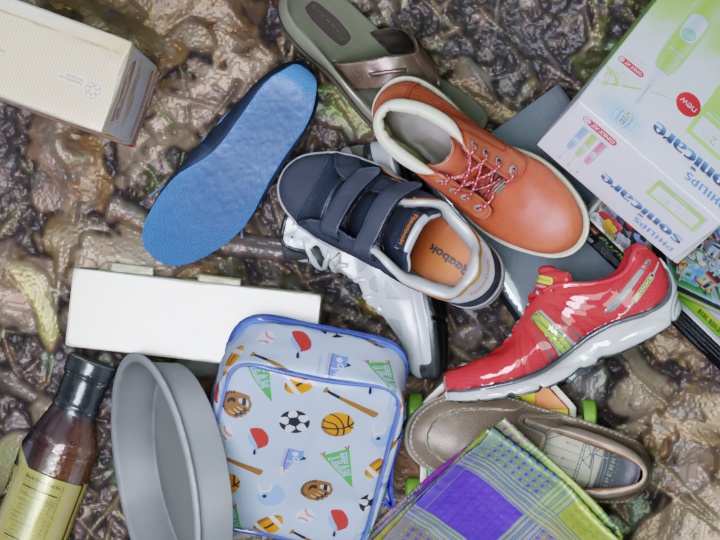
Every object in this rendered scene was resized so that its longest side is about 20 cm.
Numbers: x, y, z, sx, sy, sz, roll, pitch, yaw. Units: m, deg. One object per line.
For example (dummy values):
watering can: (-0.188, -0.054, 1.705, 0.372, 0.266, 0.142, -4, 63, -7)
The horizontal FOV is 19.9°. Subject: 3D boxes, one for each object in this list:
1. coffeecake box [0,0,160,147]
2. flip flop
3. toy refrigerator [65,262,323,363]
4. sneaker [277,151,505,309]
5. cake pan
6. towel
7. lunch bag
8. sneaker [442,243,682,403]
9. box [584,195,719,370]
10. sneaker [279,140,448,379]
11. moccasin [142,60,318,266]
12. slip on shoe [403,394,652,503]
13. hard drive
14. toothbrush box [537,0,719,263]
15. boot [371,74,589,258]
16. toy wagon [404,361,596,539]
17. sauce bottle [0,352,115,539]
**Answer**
coffeecake box: (-0.246, -0.159, 1.589, 0.152, 0.200, 0.074, 20, 90, 1)
flip flop: (0.018, -0.170, 1.643, 0.200, 0.058, 0.081, 43, 55, 7)
toy refrigerator: (-0.131, 0.036, 1.652, 0.198, 0.076, 0.071, 6, 91, 1)
sneaker: (0.020, -0.039, 1.585, 0.199, 0.079, 0.079, 26, 88, 14)
cake pan: (-0.147, 0.162, 1.604, 0.036, 0.200, 0.202, -9, 90, -24)
towel: (0.100, 0.217, 1.624, 0.144, 0.023, 0.200, 43, 126, -3)
lunch bag: (-0.043, 0.132, 1.611, 0.159, 0.076, 0.201, 9, 130, -6)
sneaker: (0.148, 0.040, 1.593, 0.199, 0.077, 0.085, -26, 91, 1)
box: (0.275, -0.009, 1.641, 0.200, 0.035, 0.110, 43, 69, -5)
sneaker: (0.000, 0.000, 1.661, 0.114, 0.076, 0.202, -16, 82, 9)
moccasin: (-0.096, -0.084, 1.652, 0.080, 0.068, 0.200, 43, 107, -11)
slip on shoe: (0.133, 0.144, 1.617, 0.198, 0.061, 0.077, 15, 91, 0)
hard drive: (0.161, -0.029, 1.657, 0.139, 0.033, 0.201, -36, 90, -12)
toothbrush box: (0.257, -0.132, 1.600, 0.145, 0.086, 0.200, 41, 62, 0)
boot: (0.089, -0.071, 1.567, 0.199, 0.107, 0.075, 35, 100, -1)
toy wagon: (0.113, 0.176, 1.668, 0.154, 0.040, 0.202, 2, 90, 1)
sauce bottle: (-0.251, 0.167, 1.661, 0.066, 0.066, 0.201, 21, 88, 0)
